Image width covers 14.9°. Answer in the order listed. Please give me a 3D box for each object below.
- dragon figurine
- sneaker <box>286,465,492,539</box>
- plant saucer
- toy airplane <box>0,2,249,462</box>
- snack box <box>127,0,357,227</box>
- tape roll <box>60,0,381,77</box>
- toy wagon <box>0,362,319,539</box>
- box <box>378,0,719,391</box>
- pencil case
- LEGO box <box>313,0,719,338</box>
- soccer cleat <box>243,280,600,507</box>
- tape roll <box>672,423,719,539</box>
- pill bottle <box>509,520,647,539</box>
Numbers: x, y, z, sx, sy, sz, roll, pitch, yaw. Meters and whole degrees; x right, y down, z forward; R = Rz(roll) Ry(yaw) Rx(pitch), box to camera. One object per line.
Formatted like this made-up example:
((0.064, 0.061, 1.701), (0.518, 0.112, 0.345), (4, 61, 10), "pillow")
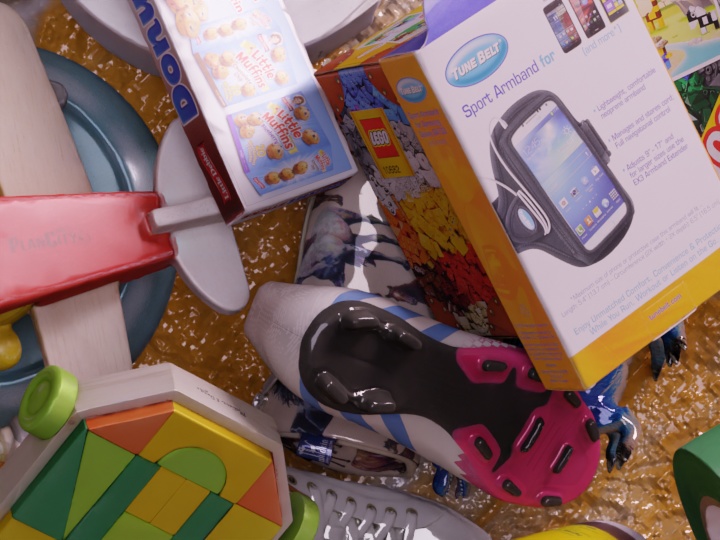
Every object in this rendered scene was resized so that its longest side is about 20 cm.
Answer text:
((0.107, 0.035, 1.388), (0.099, 0.059, 0.201), (28, 84, -1), "dragon figurine")
((-0.025, 0.135, 1.357), (0.198, 0.085, 0.073), (11, 82, -4), "sneaker")
((-0.190, -0.019, 1.391), (0.198, 0.027, 0.202), (0, 85, -3), "plant saucer")
((-0.155, -0.005, 1.323), (0.199, 0.141, 0.201), (37, 54, -20), "toy airplane")
((-0.072, -0.125, 1.325), (0.072, 0.024, 0.201), (-20, 84, -36), "snack box")
((-0.070, -0.196, 1.396), (0.201, 0.071, 0.204), (0, 83, -4), "tape roll")
((-0.120, 0.133, 1.277), (0.155, 0.040, 0.200), (30, 110, -29), "toy wagon")
((0.093, -0.060, 1.274), (0.119, 0.041, 0.201), (-33, 102, -26), "box")
((0.000, 0.000, 1.376), (0.089, 0.078, 0.202), (11, 83, -18), "pencil case")
((0.099, -0.080, 1.344), (0.199, 0.077, 0.150), (-34, 105, -26), "LEGO box")
((0.031, 0.052, 1.309), (0.199, 0.086, 0.070), (28, 89, -36), "soccer cleat")
((0.220, 0.161, 1.311), (0.048, 0.200, 0.201), (-29, 86, -6), "tape roll")
((0.055, 0.188, 1.304), (0.199, 0.109, 0.110), (-9, 84, -36), "pill bottle")
